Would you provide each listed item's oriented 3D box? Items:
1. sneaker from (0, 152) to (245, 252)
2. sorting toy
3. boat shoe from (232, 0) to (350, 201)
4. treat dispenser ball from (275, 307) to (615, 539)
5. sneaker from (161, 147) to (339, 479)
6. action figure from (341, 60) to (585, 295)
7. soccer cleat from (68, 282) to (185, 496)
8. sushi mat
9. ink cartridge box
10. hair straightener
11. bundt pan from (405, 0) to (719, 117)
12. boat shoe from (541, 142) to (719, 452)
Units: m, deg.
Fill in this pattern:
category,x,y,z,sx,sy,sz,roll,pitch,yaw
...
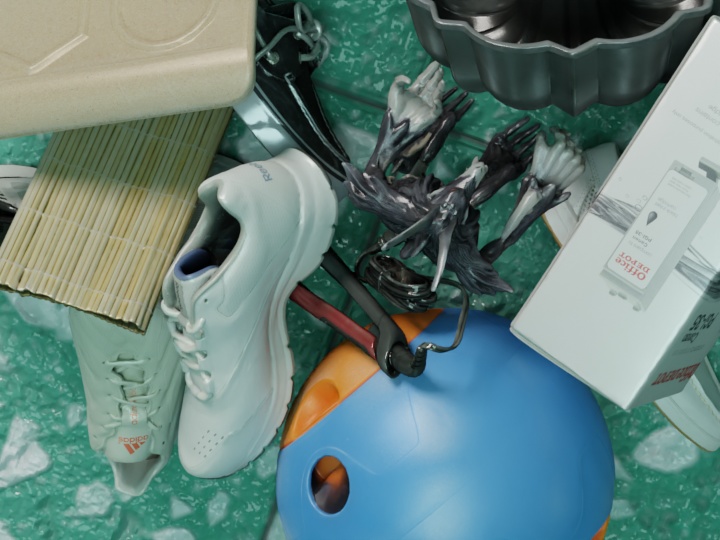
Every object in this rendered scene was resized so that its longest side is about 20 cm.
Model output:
category,x,y,z,sx,sy,sz,roll,pitch,yaw
sneaker,-0.156,-0.021,1.345,0.199,0.115,0.076,-3,107,4
sorting toy,-0.142,-0.174,1.284,0.184,0.036,0.201,-7,67,16
boat shoe,-0.055,-0.133,1.325,0.068,0.074,0.200,-35,86,9
treat dispenser ball,0.050,0.122,1.325,0.200,0.201,0.202,2,108,5
sneaker,-0.080,0.026,1.276,0.074,0.087,0.201,27,112,40
action figure,0.055,-0.059,1.267,0.119,0.200,0.102,32,109,-5
soccer cleat,-0.135,0.071,1.343,0.069,0.200,0.078,8,64,7
sushi mat,-0.140,-0.052,1.303,0.095,0.201,0.012,15,140,3
ink cartridge box,0.183,-0.029,1.228,0.083,0.146,0.201,36,103,16
hair straightener,0.000,0.000,1.289,0.077,0.200,0.041,-50,127,-3
bundt pan,0.116,-0.161,1.243,0.201,0.203,0.076,-2,137,6
boat shoe,0.180,0.015,1.346,0.069,0.071,0.201,-30,101,15
